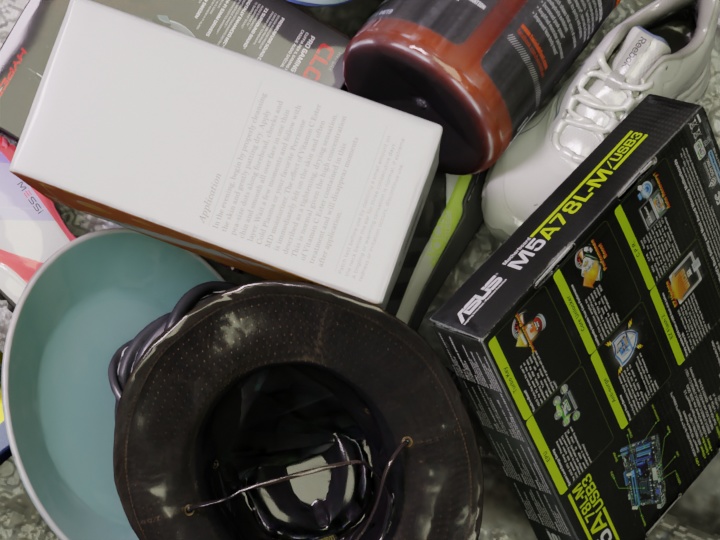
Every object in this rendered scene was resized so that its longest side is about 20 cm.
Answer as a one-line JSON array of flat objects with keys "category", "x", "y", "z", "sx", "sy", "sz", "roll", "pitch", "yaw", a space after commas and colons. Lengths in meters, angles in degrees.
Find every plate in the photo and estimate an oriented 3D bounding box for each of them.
[{"category": "plate", "x": -0.126, "y": 0.076, "z": 1.143, "sx": 0.025, "sy": 0.200, "sz": 0.201, "roll": -15, "pitch": 89, "yaw": 41}]

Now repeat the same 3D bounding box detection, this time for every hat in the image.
[{"category": "hat", "x": -0.030, "y": 0.096, "z": 1.054, "sx": 0.199, "sy": 0.081, "sz": 0.202, "roll": 0, "pitch": 103, "yaw": 1}]

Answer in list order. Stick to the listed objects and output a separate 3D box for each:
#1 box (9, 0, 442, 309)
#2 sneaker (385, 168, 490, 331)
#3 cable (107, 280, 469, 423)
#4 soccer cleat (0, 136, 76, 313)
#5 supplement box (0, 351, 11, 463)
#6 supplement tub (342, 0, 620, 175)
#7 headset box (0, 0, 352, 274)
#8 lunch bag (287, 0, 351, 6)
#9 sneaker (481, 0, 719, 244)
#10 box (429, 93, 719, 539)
[{"category": "box", "x": -0.066, "y": -0.055, "z": 1.067, "sx": 0.199, "sy": 0.124, "sz": 0.098, "roll": 20, "pitch": 86, "yaw": 3}, {"category": "sneaker", "x": 0.000, "y": 0.000, "z": 1.176, "sx": 0.083, "sy": 0.072, "sz": 0.201, "roll": 33, "pitch": 80, "yaw": -11}, {"category": "cable", "x": -0.048, "y": 0.096, "z": 1.117, "sx": 0.199, "sy": 0.051, "sz": 0.164, "roll": 21, "pitch": 94, "yaw": -3}, {"category": "soccer cleat", "x": -0.224, "y": -0.057, "z": 1.177, "sx": 0.073, "sy": 0.068, "sz": 0.200, "roll": -42, "pitch": 94, "yaw": -3}, {"category": "supplement box", "x": -0.281, "y": 0.045, "z": 1.150, "sx": 0.109, "sy": 0.110, "sz": 0.200, "roll": -39, "pitch": 91, "yaw": -2}, {"category": "supplement tub", "x": 0.085, "y": -0.155, "z": 1.148, "sx": 0.107, "sy": 0.107, "sz": 0.200, "roll": 39, "pitch": 65, "yaw": -1}, {"category": "headset box", "x": -0.101, "y": -0.101, "z": 1.175, "sx": 0.199, "sy": 0.077, "sz": 0.149, "roll": 31, "pitch": 88, "yaw": 1}, {"category": "lunch bag", "x": -0.043, "y": -0.243, "z": 1.128, "sx": 0.199, "sy": 0.083, "sz": 0.161, "roll": 32, "pitch": 54, "yaw": 24}, {"category": "sneaker", "x": 0.134, "y": -0.092, "z": 1.140, "sx": 0.074, "sy": 0.087, "sz": 0.200, "roll": 33, "pitch": 63, "yaw": 12}, {"category": "box", "x": 0.145, "y": 0.040, "z": 1.113, "sx": 0.193, "sy": 0.047, "sz": 0.201, "roll": -44, "pitch": 128, "yaw": -21}]
